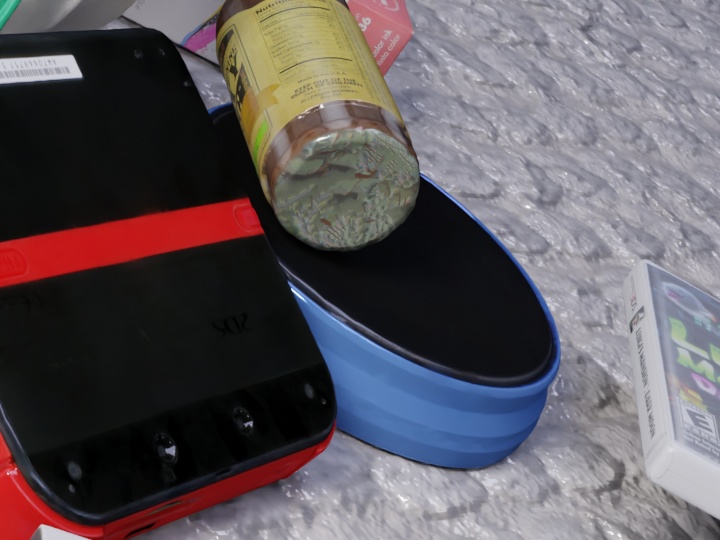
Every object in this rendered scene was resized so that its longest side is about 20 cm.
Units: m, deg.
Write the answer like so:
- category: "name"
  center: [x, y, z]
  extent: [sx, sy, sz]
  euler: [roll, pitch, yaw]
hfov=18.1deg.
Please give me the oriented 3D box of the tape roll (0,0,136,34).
- category: "tape roll"
  center: [-0.160, -0.179, 0.877]
  extent: [0.202, 0.203, 0.071]
  euler: [39, 23, 9]

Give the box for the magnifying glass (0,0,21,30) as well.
- category: "magnifying glass"
  center: [-0.137, -0.097, 0.783]
  extent: [0.022, 0.201, 0.080]
  euler: [12, -5, 29]

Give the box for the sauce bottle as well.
- category: "sauce bottle"
  center: [-0.026, -0.086, 0.959]
  extent: [0.065, 0.065, 0.200]
  euler: [23, 26, -27]

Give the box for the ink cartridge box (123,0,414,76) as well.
- category: "ink cartridge box"
  center: [-0.078, -0.163, 1.123]
  extent: [0.200, 0.068, 0.117]
  euler: [26, 25, -22]

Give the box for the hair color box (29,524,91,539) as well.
- category: "hair color box"
  center: [-0.012, 0.155, 0.628]
  extent: [0.200, 0.064, 0.111]
  euler: [24, 27, -28]

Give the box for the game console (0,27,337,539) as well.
- category: "game console"
  center: [-0.091, 0.001, 0.770]
  extent: [0.200, 0.031, 0.177]
  euler: [-14, 76, -61]

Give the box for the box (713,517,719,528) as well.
- category: "box"
  center: [0.260, 0.174, 0.974]
  extent: [0.161, 0.049, 0.200]
  euler: [21, 27, -33]

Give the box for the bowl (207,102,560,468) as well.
- category: "bowl"
  center: [0.000, 0.000, 0.961]
  extent: [0.200, 0.039, 0.201]
  euler: [29, 25, -15]

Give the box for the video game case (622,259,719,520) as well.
- category: "video game case"
  center: [0.207, 0.085, 0.991]
  extent: [0.200, 0.023, 0.182]
  euler: [29, 23, -10]
